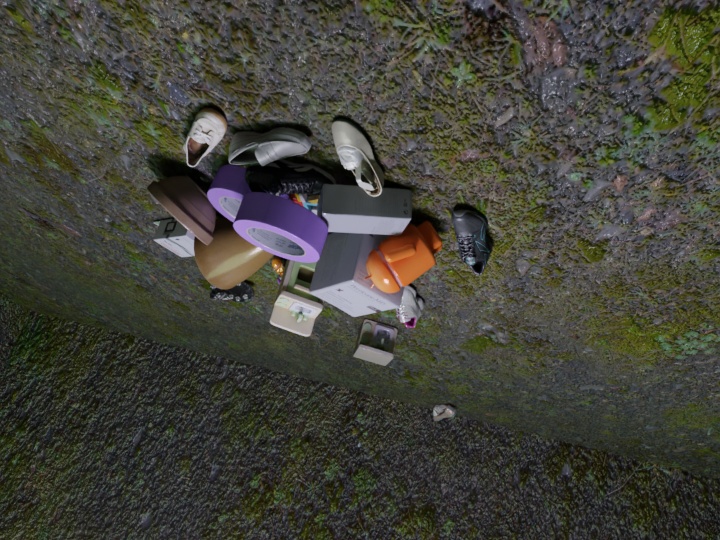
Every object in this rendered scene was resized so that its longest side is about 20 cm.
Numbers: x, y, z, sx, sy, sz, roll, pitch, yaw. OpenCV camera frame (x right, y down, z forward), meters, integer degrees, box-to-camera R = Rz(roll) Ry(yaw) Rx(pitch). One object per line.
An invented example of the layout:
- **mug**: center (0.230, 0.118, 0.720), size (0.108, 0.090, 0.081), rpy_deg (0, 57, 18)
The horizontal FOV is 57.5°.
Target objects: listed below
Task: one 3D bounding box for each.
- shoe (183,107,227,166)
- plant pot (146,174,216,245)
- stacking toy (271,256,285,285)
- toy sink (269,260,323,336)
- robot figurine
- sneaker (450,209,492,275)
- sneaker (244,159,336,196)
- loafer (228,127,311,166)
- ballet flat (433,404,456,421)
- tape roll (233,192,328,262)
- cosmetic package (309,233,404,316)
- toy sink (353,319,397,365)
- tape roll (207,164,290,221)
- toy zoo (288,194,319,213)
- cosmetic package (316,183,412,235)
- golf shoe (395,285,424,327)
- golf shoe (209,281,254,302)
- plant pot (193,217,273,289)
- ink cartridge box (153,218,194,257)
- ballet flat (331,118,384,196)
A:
- **shoe**: center (-0.332, -0.277, 1.387), size (0.068, 0.055, 0.199), rpy_deg (23, 157, -20)
- **plant pot**: center (-0.418, -0.164, 1.608), size (0.201, 0.093, 0.201), rpy_deg (44, 176, 4)
- **stacking toy**: center (-0.211, 0.030, 1.997), size (0.107, 0.118, 0.201), rpy_deg (-6, 139, 36)
- **toy sink**: center (-0.167, 0.063, 1.863), size (0.127, 0.206, 0.112), rpy_deg (19, 159, -11)
- **robot figurine**: center (0.094, -0.029, 1.512), size (0.118, 0.198, 0.144), rpy_deg (54, -179, -25)
- **sneaker**: center (0.252, -0.063, 1.472), size (0.073, 0.081, 0.200), rpy_deg (1, 153, 31)
- **sneaker**: center (-0.155, -0.177, 1.409), size (0.194, 0.114, 0.074), rpy_deg (18, 141, -5)
- **loafer**: center (-0.187, -0.246, 1.341), size (0.195, 0.072, 0.070), rpy_deg (1, 155, 31)
- **ballet flat**: center (0.393, 0.680, 3.179), size (0.067, 0.069, 0.199), rpy_deg (39, 148, -8)
- **tape roll**: center (-0.169, -0.089, 1.394), size (0.194, 0.067, 0.201), rpy_deg (18, 165, 5)
- **cosmetic package**: center (0.000, 0.000, 1.669), size (0.162, 0.170, 0.198), rpy_deg (28, 155, -30)
- **toy sink**: center (0.055, 0.249, 2.300), size (0.126, 0.115, 0.200), rpy_deg (15, 163, -1)
- **tape roll**: center (-0.258, -0.161, 1.543), size (0.195, 0.067, 0.201), rpy_deg (21, 161, 8)
- **toy zoo**: center (-0.135, -0.167, 1.561), size (0.127, 0.021, 0.201), rpy_deg (9, 157, 16)
- **cosmetic package**: center (0.006, -0.130, 1.419), size (0.193, 0.077, 0.102), rpy_deg (4, 161, -12)
- **golf shoe**: center (0.129, 0.098, 1.921), size (0.073, 0.094, 0.200), rpy_deg (1, 153, 34)
- **golf shoe**: center (-0.434, 0.070, 2.282), size (0.195, 0.080, 0.087), rpy_deg (4, 176, 32)
- **plant pot**: center (-0.307, -0.068, 1.732), size (0.196, 0.192, 0.185), rpy_deg (-17, 144, 32)
- **ink cartridge box**: center (-0.520, -0.096, 1.924), size (0.195, 0.069, 0.115), rpy_deg (-3, 152, 38)
- **ballet flat**: center (-0.003, -0.215, 1.300), size (0.068, 0.071, 0.200), rpy_deg (2, 154, 30)
